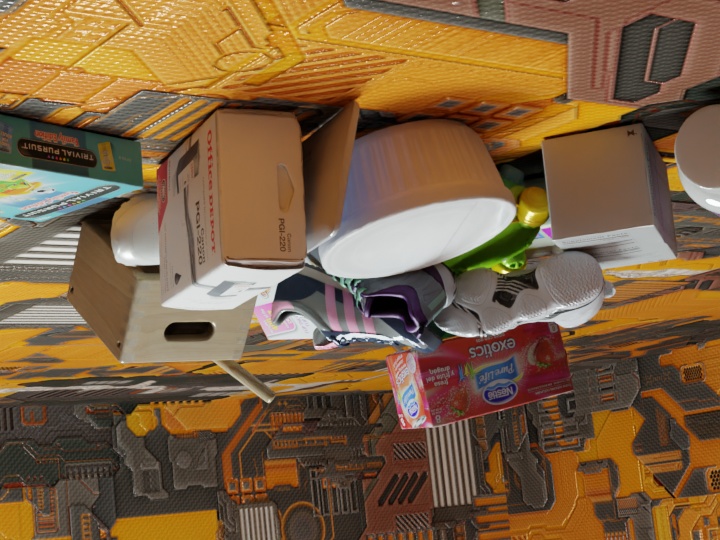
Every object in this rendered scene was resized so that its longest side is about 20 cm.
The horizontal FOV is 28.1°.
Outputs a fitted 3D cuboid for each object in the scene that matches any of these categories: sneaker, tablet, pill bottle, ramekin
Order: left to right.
[{"bbox_3d":[-0.182,-0.043,1.534,0.080,0.077,0.199,9,-168,35],"label":"sneaker"},{"bbox_3d":[-0.055,-0.069,1.344,0.014,0.132,0.200,17,159,-21],"label":"tablet"},{"bbox_3d":[-0.008,0.061,1.582,0.198,0.083,0.070,24,174,21],"label":"sneaker"},{"bbox_3d":[0.000,0.000,1.525,0.198,0.088,0.075,24,139,20],"label":"sneaker"},{"bbox_3d":[0.047,-0.072,1.418,0.200,0.095,0.203,-14,163,-4],"label":"ramekin"},{"bbox_3d":[0.183,0.034,1.583,0.198,0.076,0.115,-15,164,23],"label":"sneaker"},{"bbox_3d":[0.385,-0.107,1.458,0.111,0.114,0.199,-11,169,27],"label":"pill bottle"}]

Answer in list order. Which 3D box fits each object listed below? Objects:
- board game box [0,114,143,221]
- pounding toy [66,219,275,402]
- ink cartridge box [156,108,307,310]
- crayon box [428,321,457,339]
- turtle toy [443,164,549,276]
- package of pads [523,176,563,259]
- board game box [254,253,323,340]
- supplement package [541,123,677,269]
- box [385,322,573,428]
[{"bbox_3d":[-0.320,-0.091,1.300,0.150,0.048,0.199,-14,167,36],"label":"board game box"},{"bbox_3d":[-0.205,0.047,1.633,0.198,0.144,0.184,1,-155,-36],"label":"pounding toy"},{"bbox_3d":[-0.125,-0.052,1.349,0.084,0.148,0.200,2,167,-26],"label":"ink cartridge box"},{"bbox_3d":[0.155,0.047,1.783,0.198,0.051,0.127,-14,177,4],"label":"crayon box"},{"bbox_3d":[0.113,-0.056,1.582,0.198,0.102,0.146,-8,147,-18],"label":"turtle toy"},{"bbox_3d":[0.199,-0.057,1.744,0.153,0.069,0.200,-10,169,20],"label":"package of pads"},{"bbox_3d":[-0.056,0.009,1.676,0.198,0.154,0.040,-3,-145,37],"label":"board game box"},{"bbox_3d":[0.272,-0.076,1.559,0.108,0.115,0.200,-9,168,18],"label":"supplement package"},{"bbox_3d":[0.143,0.124,1.735,0.198,0.097,0.100,-12,178,-23],"label":"box"}]
